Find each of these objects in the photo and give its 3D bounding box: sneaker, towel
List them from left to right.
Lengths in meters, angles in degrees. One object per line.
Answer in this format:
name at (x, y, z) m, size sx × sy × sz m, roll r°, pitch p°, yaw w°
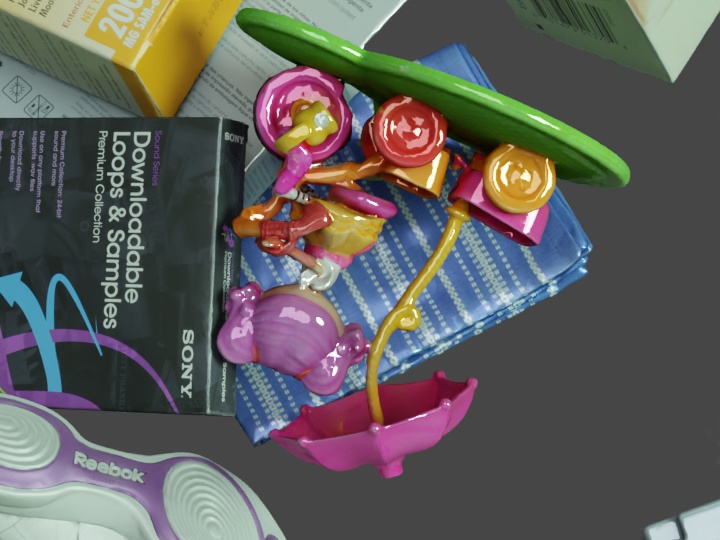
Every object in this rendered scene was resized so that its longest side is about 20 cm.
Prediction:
sneaker at (-0.123, 0.129, 1.017) m, size 0.200 × 0.100 × 0.075 m, roll 25°, pitch 41°, yaw -8°
towel at (0.000, -0.016, 1.064) m, size 0.200 × 0.024 × 0.145 m, roll -28°, pitch 74°, yaw -3°

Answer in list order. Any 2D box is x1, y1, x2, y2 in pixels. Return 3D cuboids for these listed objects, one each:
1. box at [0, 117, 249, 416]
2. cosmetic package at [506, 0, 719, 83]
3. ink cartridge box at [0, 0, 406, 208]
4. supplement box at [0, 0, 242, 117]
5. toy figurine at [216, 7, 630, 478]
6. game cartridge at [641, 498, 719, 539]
box at (-0.153, -0.003, 1.025) m, size 0.200 × 0.036 × 0.143 m, roll 1°, pitch 87°, yaw 20°
cosmetic package at (0.157, -0.209, 1.058) m, size 0.103 × 0.087 × 0.200 m, roll 24°, pitch 76°, yaw 35°
ink cartridge box at (-0.102, -0.124, 1.085) m, size 0.196 × 0.043 × 0.200 m, roll 41°, pitch 81°, yaw 20°
supplement box at (-0.157, -0.174, 1.051) m, size 0.200 × 0.074 × 0.126 m, roll 25°, pitch 76°, yaw 18°
toy figurine at (0.000, 0.000, 0.979) m, size 0.200 × 0.150 × 0.184 m, roll 23°, pitch 87°, yaw -7°
game cartridge at (0.229, 0.193, 0.984) m, size 0.133 × 0.042 × 0.200 m, roll -18°, pitch 74°, yaw -5°
